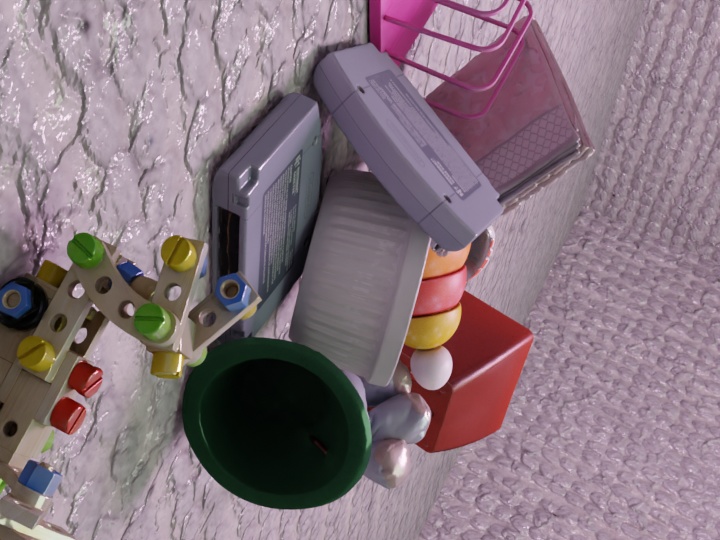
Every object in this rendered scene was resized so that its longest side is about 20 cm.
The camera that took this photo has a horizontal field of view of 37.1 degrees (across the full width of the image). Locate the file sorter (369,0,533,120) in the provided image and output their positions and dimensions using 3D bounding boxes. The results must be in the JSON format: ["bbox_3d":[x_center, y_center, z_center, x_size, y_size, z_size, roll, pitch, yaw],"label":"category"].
[{"bbox_3d":[0.093,-0.261,0.998,0.140,0.124,0.201,-59,164,-26],"label":"file sorter"}]

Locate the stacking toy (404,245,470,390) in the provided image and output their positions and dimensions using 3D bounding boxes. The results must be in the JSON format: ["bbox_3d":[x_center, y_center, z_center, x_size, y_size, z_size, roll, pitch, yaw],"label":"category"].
[{"bbox_3d":[0.067,0.036,1.207,0.146,0.144,0.204,-32,118,-65],"label":"stacking toy"}]

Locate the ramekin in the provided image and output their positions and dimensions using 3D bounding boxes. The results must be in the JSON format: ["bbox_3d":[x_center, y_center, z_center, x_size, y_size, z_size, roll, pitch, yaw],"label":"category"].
[{"bbox_3d":[0.000,0.000,1.022,0.200,0.103,0.204,-165,-90,-88],"label":"ramekin"}]

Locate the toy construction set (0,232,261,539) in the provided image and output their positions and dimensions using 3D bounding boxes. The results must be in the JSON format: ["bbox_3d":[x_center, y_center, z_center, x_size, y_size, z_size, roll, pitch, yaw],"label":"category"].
[{"bbox_3d":[-0.155,0.063,0.589,0.202,0.130,0.093,-60,164,-25],"label":"toy construction set"}]

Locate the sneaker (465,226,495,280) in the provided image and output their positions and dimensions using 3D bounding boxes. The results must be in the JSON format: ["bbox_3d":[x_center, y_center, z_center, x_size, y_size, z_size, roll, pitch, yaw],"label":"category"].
[{"bbox_3d":[0.112,0.000,1.502,0.082,0.077,0.201,-25,158,-52],"label":"sneaker"}]

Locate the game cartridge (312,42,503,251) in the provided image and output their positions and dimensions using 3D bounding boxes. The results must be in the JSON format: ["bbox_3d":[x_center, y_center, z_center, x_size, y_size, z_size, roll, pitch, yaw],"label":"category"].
[{"bbox_3d":[0.043,-0.110,0.944,0.040,0.201,0.133,-39,178,24],"label":"game cartridge"}]

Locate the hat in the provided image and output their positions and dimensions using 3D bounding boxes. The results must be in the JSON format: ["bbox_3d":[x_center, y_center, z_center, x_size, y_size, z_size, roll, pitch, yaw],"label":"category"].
[{"bbox_3d":[-0.062,0.104,0.989,0.176,0.197,0.168,-53,134,-63],"label":"hat"}]

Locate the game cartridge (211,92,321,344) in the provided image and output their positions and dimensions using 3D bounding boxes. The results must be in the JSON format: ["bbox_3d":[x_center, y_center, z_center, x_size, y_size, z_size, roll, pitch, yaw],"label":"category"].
[{"bbox_3d":[-0.078,-0.043,0.900,0.202,0.041,0.134,98,16,-45],"label":"game cartridge"}]

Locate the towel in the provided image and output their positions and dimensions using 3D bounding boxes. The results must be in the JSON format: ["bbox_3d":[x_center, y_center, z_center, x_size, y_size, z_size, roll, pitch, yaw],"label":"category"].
[{"bbox_3d":[0.126,-0.139,1.101,0.199,0.193,0.032,-36,138,25],"label":"towel"}]

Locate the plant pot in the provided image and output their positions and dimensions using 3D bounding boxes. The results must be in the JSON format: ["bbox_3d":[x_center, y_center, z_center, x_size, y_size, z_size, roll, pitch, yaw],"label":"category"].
[{"bbox_3d":[0.118,0.158,1.644,0.175,0.198,0.202,-29,143,-48],"label":"plant pot"}]

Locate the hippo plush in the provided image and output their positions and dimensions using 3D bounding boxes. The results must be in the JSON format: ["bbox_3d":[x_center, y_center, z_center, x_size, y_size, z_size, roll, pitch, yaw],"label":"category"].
[{"bbox_3d":[-0.035,0.145,1.189,0.161,0.197,0.162,44,48,-47],"label":"hippo plush"}]
